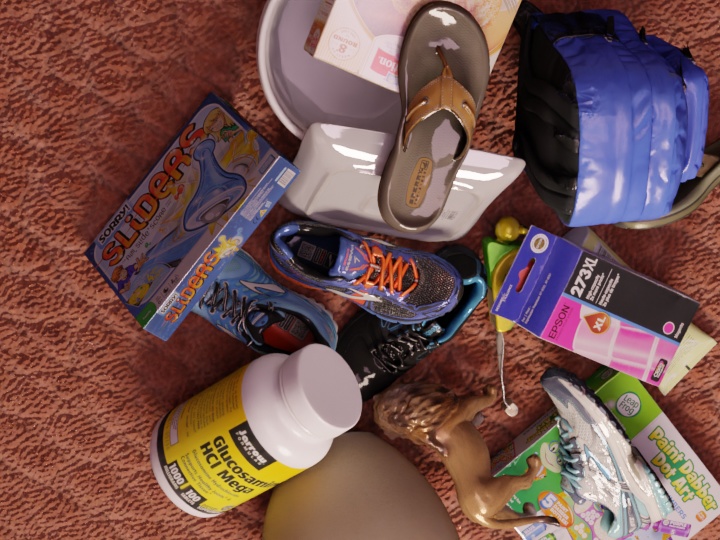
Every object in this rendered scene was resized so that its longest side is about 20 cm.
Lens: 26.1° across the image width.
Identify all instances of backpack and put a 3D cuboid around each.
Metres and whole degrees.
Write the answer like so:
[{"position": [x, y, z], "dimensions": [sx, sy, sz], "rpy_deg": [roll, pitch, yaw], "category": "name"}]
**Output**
[{"position": [0.224, -0.138, 1.367], "dimensions": [0.166, 0.200, 0.164], "rpy_deg": [-6, 116, -1], "category": "backpack"}]

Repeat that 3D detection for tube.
[{"position": [0.273, 0.038, 1.569], "dimensions": [0.200, 0.052, 0.058], "rpy_deg": [43, 135, -19], "category": "tube"}]

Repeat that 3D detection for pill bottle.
[{"position": [-0.097, 0.148, 1.461], "dimensions": [0.199, 0.113, 0.113], "rpy_deg": [-32, 108, 34], "category": "pill bottle"}]

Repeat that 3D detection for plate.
[{"position": [0.031, -0.072, 1.434], "dimensions": [0.198, 0.200, 0.033], "rpy_deg": [9, 70, -11], "category": "plate"}]

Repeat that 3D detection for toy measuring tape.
[{"position": [0.164, 0.043, 1.541], "dimensions": [0.073, 0.074, 0.202], "rpy_deg": [-9, 104, -6], "category": "toy measuring tape"}]

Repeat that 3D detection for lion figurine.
[{"position": [0.103, 0.184, 1.514], "dimensions": [0.122, 0.201, 0.073], "rpy_deg": [-16, 151, -41], "category": "lion figurine"}]

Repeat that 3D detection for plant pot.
[{"position": [-0.012, 0.236, 1.513], "dimensions": [0.198, 0.201, 0.136], "rpy_deg": [-14, 69, -5], "category": "plant pot"}]

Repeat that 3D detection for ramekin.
[{"position": [-0.002, -0.208, 1.440], "dimensions": [0.198, 0.105, 0.202], "rpy_deg": [-2, 103, -8], "category": "ramekin"}]

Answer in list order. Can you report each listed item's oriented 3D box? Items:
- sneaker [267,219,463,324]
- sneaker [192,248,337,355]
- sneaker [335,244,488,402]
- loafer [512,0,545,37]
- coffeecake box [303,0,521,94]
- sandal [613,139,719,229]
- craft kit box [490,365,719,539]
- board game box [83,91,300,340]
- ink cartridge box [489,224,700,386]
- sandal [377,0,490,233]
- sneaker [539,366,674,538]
[{"position": [0.000, 0.000, 1.465], "dimensions": [0.198, 0.078, 0.076], "rpy_deg": [12, 83, 11], "category": "sneaker"}, {"position": [-0.106, 0.032, 1.486], "dimensions": [0.199, 0.090, 0.079], "rpy_deg": [26, 98, -12], "category": "sneaker"}, {"position": [0.044, 0.057, 1.519], "dimensions": [0.073, 0.082, 0.200], "rpy_deg": [42, 96, -17], "category": "sneaker"}, {"position": [0.194, -0.166, 1.496], "dimensions": [0.072, 0.073, 0.201], "rpy_deg": [-34, 104, 4], "category": "loafer"}, {"position": [0.060, -0.253, 1.347], "dimensions": [0.152, 0.073, 0.202], "rpy_deg": [21, 99, -13], "category": "coffeecake box"}, {"position": [0.323, -0.105, 1.527], "dimensions": [0.200, 0.080, 0.058], "rpy_deg": [-35, 110, -9], "category": "sandal"}, {"position": [0.252, 0.227, 1.609], "dimensions": [0.197, 0.049, 0.200], "rpy_deg": [-41, 105, -1], "category": "craft kit box"}, {"position": [-0.159, -0.053, 1.440], "dimensions": [0.200, 0.135, 0.034], "rpy_deg": [-51, 137, 5], "category": "board game box"}, {"position": [0.230, 0.036, 1.510], "dimensions": [0.199, 0.037, 0.095], "rpy_deg": [22, 98, -23], "category": "ink cartridge box"}, {"position": [0.061, -0.125, 1.312], "dimensions": [0.081, 0.055, 0.202], "rpy_deg": [14, 103, -12], "category": "sandal"}, {"position": [0.229, 0.186, 1.537], "dimensions": [0.086, 0.078, 0.201], "rpy_deg": [-36, 105, 4], "category": "sneaker"}]
